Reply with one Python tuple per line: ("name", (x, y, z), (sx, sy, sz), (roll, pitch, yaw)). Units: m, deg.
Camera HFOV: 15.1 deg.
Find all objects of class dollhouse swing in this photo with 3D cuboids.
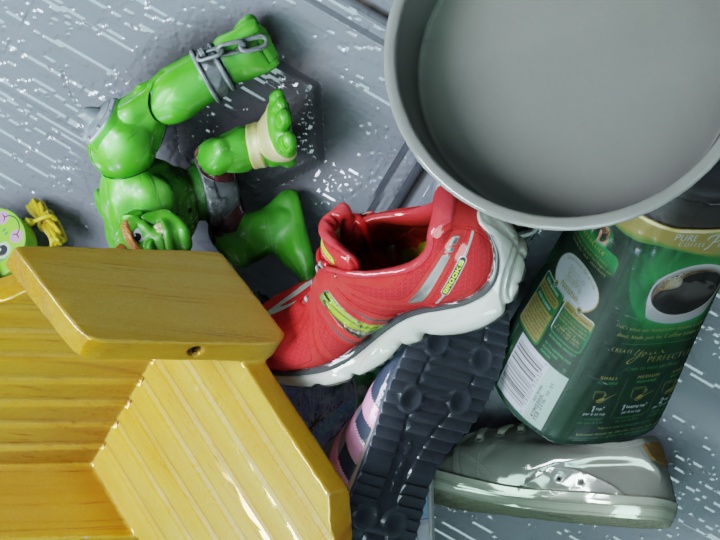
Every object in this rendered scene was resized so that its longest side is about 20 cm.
("dollhouse swing", (-0.132, 0.119, 1.506), (0.181, 0.177, 0.200), (1, 141, -32))

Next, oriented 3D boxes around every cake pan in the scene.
("cake pan", (0.113, -0.112, 1.426), (0.199, 0.202, 0.037), (4, 164, 12))

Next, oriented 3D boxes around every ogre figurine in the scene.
("ogre figurine", (-0.091, -0.036, 1.559), (0.119, 0.098, 0.201), (-12, 134, -4))

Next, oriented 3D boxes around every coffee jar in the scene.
("coffee jar", (0.153, -0.002, 1.509), (0.104, 0.085, 0.201), (-4, 132, -36))

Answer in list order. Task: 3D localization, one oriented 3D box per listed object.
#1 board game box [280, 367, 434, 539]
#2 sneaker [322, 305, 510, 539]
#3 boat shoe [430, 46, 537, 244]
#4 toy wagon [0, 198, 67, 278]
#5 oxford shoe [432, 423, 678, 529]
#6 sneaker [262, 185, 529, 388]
("board game box", (-0.054, 0.149, 1.612), (0.199, 0.201, 0.026), (-9, 157, 20))
("sneaker", (0.013, 0.088, 1.538), (0.070, 0.082, 0.201), (27, 91, -30))
("boat shoe", (0.074, -0.038, 1.528), (0.068, 0.074, 0.200), (11, 125, 0))
("toy wagon", (-0.264, 0.023, 1.612), (0.200, 0.155, 0.040), (-39, 150, 3))
("oxford shoe", (0.096, 0.118, 1.628), (0.199, 0.075, 0.058), (3, 80, 22))
("sneaker", (0.000, 0.000, 1.483), (0.199, 0.077, 0.085), (-24, 128, 38))
